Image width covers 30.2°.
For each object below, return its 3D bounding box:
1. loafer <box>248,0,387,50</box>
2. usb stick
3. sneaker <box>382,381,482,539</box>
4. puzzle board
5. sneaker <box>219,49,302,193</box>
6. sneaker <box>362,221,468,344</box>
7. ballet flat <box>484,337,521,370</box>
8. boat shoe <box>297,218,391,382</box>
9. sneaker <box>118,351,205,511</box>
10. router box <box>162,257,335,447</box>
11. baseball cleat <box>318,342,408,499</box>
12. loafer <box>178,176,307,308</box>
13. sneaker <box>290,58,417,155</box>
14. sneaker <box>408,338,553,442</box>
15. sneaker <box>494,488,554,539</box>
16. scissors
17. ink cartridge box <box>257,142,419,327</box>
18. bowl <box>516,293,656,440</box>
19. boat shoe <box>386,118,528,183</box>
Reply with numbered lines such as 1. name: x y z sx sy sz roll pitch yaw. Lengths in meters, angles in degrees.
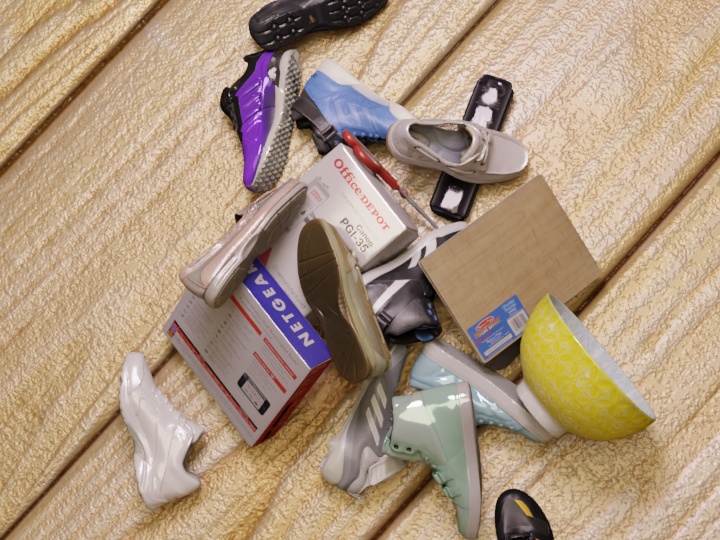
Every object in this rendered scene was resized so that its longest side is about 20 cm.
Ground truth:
1. loafer: -0.059 -0.357 1.810 0.198 0.069 0.071 -21 36 -10
2. usb stick: 0.147 -0.161 1.762 0.055 0.033 0.203 19 81 12
3. sneaker: 0.089 0.238 1.643 0.116 0.074 0.204 -7 103 7
4. puzzle board: 0.188 -0.003 1.670 0.199 0.017 0.152 -35 97 -14
5. sneaker: -0.144 -0.202 1.791 0.098 0.070 0.203 8 75 15
6. sneaker: 0.087 0.027 1.685 0.199 0.073 0.112 -31 66 -22
7. ballet flat: 0.197 0.030 1.709 0.046 0.067 0.203 12 79 49
8. boat shoe: -0.018 0.033 1.616 0.073 0.063 0.203 -30 78 40
9. sneaker: -0.252 0.199 1.716 0.098 0.078 0.203 -14 85 -4
10. router box: -0.144 0.091 1.676 0.049 0.180 0.201 -25 70 -46
11. baseball cleat: 0.029 0.191 1.690 0.106 0.070 0.202 30 92 5
12. loafer: -0.140 -0.046 1.605 0.062 0.072 0.201 31 63 12
13. sneaker: -0.003 -0.182 1.761 0.199 0.077 0.112 36 83 12
14. sneaker: 0.149 0.169 1.681 0.199 0.074 0.083 35 105 13
15. sneaker: 0.209 0.362 1.613 0.069 0.090 0.203 -13 77 3
16. scissors: 0.048 -0.111 1.729 0.014 0.200 0.073 -45 32 8
17. ink cartridge box: -0.047 -0.042 1.694 0.199 0.083 0.147 -40 77 8
18. bowl: 0.253 0.138 1.613 0.108 0.200 0.201 -42 76 11
19. boat shoe: 0.134 -0.154 1.698 0.197 0.069 0.072 6 83 -21
